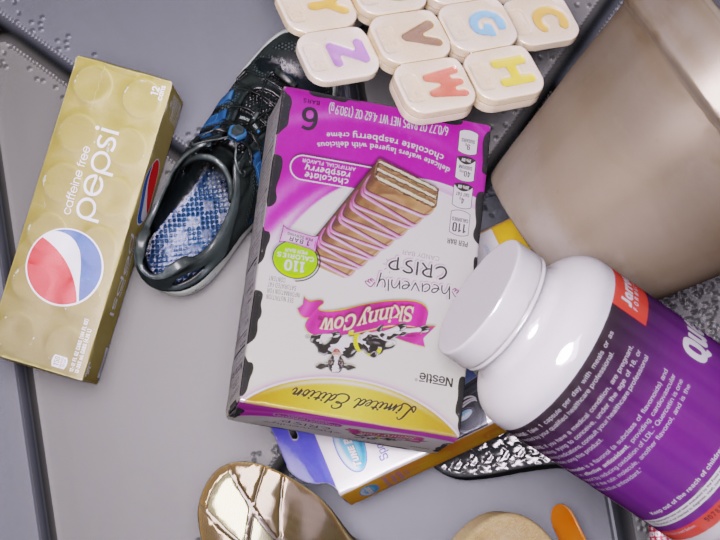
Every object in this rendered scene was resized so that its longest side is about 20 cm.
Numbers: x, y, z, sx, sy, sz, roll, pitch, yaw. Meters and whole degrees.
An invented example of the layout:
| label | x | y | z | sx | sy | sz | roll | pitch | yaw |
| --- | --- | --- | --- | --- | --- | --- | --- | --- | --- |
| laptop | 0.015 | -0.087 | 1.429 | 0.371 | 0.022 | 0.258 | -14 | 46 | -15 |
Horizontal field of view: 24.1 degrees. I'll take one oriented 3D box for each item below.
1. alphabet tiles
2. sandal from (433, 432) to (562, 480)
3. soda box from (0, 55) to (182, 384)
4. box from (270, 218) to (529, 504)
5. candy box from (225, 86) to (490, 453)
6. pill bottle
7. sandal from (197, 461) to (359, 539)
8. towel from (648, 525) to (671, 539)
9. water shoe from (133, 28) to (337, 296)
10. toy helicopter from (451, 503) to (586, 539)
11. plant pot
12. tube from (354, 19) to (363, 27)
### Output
| label | x | y | z | sx | sy | sz | roll | pitch | yaw |
| --- | --- | --- | --- | --- | --- | --- | --- | --- | --- |
| alphabet tiles | 0.038 | -0.181 | 1.080 | 0.194 | 0.015 | 0.201 | -11 | 60 | -23 |
| sandal | 0.141 | 0.100 | 1.090 | 0.199 | 0.048 | 0.076 | -1 | 79 | 14 |
| soda box | -0.177 | -0.032 | 1.093 | 0.067 | 0.064 | 0.201 | 16 | 84 | 2 |
| box | 0.036 | 0.062 | 1.075 | 0.199 | 0.041 | 0.120 | -26 | 69 | 5 |
| candy box | 0.000 | 0.000 | 1.026 | 0.135 | 0.061 | 0.201 | 9 | 73 | -10 |
| pill bottle | 0.147 | 0.068 | 0.976 | 0.199 | 0.112 | 0.113 | 34 | 85 | -13 |
| sandal | -0.020 | 0.195 | 1.077 | 0.199 | 0.054 | 0.081 | 32 | 78 | -11 |
| towel | 0.255 | 0.237 | 1.050 | 0.144 | 0.022 | 0.201 | -5 | 86 | -13 |
| water shoe | -0.076 | -0.071 | 1.089 | 0.071 | 0.079 | 0.201 | 30 | 85 | 3 |
| toy helicopter | 0.122 | 0.239 | 1.060 | 0.132 | 0.079 | 0.201 | -37 | 102 | -29 |
| plant pot | 0.184 | -0.065 | 1.047 | 0.173 | 0.200 | 0.200 | -38 | 85 | 13 |
| tube | -0.071 | -0.236 | 1.123 | 0.200 | 0.058 | 0.052 | 36 | 119 | 7 |
